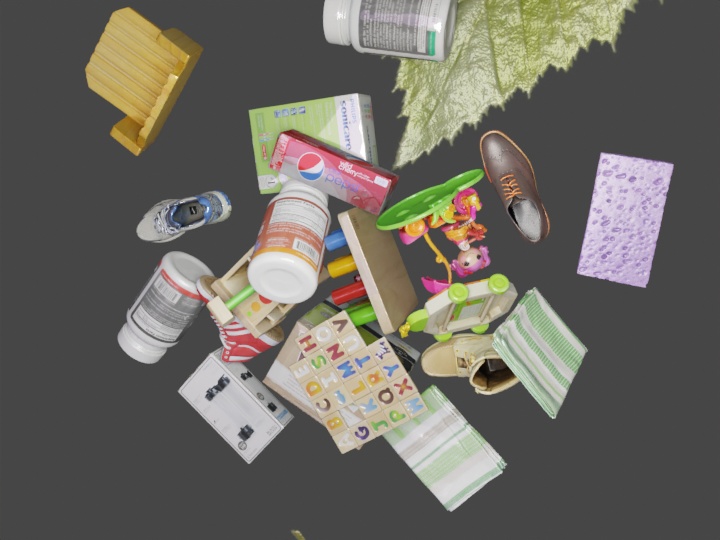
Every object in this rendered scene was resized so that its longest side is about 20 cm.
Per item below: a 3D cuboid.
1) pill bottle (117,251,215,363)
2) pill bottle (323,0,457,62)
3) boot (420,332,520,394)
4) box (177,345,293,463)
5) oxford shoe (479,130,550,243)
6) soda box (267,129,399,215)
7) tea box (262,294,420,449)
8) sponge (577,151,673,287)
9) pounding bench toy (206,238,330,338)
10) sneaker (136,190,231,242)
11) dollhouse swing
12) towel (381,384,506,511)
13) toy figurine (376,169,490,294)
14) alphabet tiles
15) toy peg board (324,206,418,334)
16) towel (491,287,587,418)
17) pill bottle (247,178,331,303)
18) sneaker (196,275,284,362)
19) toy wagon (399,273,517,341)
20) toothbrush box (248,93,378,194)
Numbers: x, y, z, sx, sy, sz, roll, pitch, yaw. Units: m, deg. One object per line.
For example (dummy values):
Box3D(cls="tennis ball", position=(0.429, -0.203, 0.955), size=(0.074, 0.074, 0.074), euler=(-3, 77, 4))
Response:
Box3D(cls="pill bottle", position=(-0.370, 0.072, 1.355), size=(0.116, 0.116, 0.200), euler=(41, 108, 5))
Box3D(cls="pill bottle", position=(0.048, -0.403, 1.147), size=(0.199, 0.113, 0.114), euler=(11, 103, 13))
Box3D(cls="boot", position=(0.185, 0.158, 1.192), size=(0.199, 0.155, 0.073), euler=(-9, 98, 18))
Box3D(cls="box", position=(-0.241, 0.257, 1.382), size=(0.200, 0.060, 0.117), euler=(43, 108, 4))
Box3D(cls="oxford shoe", position=(0.253, -0.137, 1.160), size=(0.071, 0.073, 0.201), euler=(-29, 91, 19))
Box3D(cls="soda box", position=(-0.042, -0.161, 1.153), size=(0.199, 0.070, 0.064), euler=(25, 110, 7))
Box3D(cls="tea box", position=(-0.026, 0.167, 1.232), size=(0.199, 0.197, 0.134), euler=(34, 107, 8))
Box3D(cls="sponge", position=(0.423, -0.081, 1.146), size=(0.111, 0.030, 0.201), euler=(11, 104, 14))
Box3D(cls="pounding bench toy", position=(-0.161, 0.019, 1.241), size=(0.156, 0.200, 0.124), euler=(-42, 87, 19))
Box3D(cls="sneaker", position=(-0.345, -0.102, 1.331), size=(0.199, 0.085, 0.077), euler=(-19, 95, 19))
Box3D(cls="dollhouse swing", position=(-0.408, -0.350, 1.266), size=(0.175, 0.182, 0.200), euler=(31, 109, -13))
Box3D(cls="towel", position=(0.147, 0.327, 1.302), size=(0.149, 0.031, 0.200), euler=(-44, 87, 18))
Box3D(cls="toy figurine", position=(0.153, -0.043, 1.199), size=(0.199, 0.150, 0.185), euler=(-29, 106, -5))
Box3D(cls="alphabet tiles", position=(-0.013, 0.170, 1.122), size=(0.167, 0.008, 0.201), euler=(-31, 93, 19))
Box3D(cls="toy peg board", position=(0.000, 0.000, 1.191), size=(0.097, 0.200, 0.200), euler=(-21, 95, 18))
Box3D(cls="towel", position=(0.289, 0.121, 1.136), size=(0.153, 0.200, 0.023), euler=(51, 127, 1))
Box3D(cls="pill bottle", position=(-0.108, -0.055, 1.156), size=(0.111, 0.201, 0.113), euler=(6, 138, 5))
Box3D(cls="sneaker", position=(-0.249, 0.098, 1.318), size=(0.112, 0.071, 0.200), euler=(-36, 120, 22))
Box3D(cls="toy wagon", position=(0.156, 0.066, 1.170), size=(0.199, 0.155, 0.040), euler=(-11, 61, -11))
Box3D(cls="toothbrush box", position=(-0.078, -0.217, 1.233), size=(0.199, 0.086, 0.147), euler=(-5, 100, 18))
